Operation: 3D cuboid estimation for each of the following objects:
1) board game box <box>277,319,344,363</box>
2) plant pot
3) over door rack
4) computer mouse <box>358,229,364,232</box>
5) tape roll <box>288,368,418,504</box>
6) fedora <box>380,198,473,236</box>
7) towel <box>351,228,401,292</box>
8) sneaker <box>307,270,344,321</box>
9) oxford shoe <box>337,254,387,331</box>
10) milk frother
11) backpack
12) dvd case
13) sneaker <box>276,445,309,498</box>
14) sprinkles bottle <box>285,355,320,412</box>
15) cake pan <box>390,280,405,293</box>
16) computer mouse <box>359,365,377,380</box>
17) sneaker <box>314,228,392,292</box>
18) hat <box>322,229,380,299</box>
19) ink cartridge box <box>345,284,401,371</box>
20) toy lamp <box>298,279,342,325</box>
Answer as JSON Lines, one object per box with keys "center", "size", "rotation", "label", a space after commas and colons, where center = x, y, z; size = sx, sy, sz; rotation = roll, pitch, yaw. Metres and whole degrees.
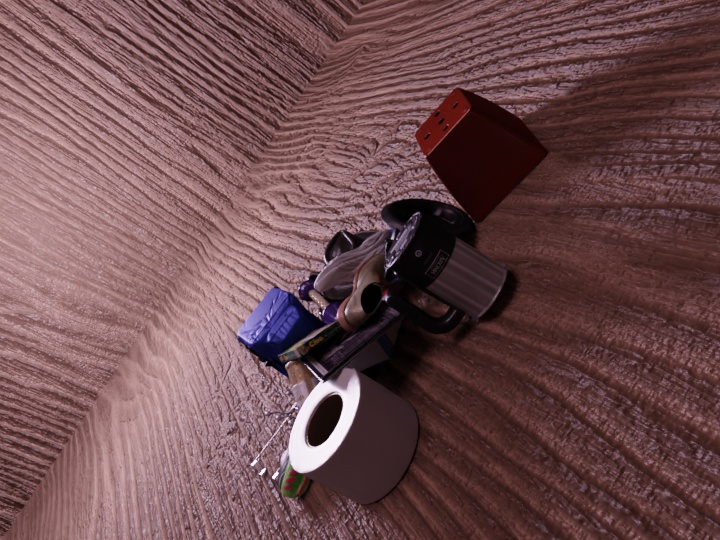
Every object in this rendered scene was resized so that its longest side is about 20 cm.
{"center": [-0.101, 0.143, 1.470], "size": [0.105, 0.023, 0.200], "rotation": [-36, 2, -20], "label": "board game box"}
{"center": [0.227, -0.258, 1.520], "size": [0.200, 0.176, 0.200], "rotation": [-46, 25, 19], "label": "plant pot"}
{"center": [-0.170, 0.359, 1.612], "size": [0.148, 0.067, 0.200], "rotation": [-4, 56, 62], "label": "over door rack"}
{"center": [-0.007, -0.032, 1.767], "size": [0.200, 0.034, 0.059], "rotation": [-76, 14, -48], "label": "computer mouse"}
{"center": [-0.014, 0.294, 1.311], "size": [0.203, 0.139, 0.203], "rotation": [-42, 27, 27], "label": "tape roll"}
{"center": [0.132, -0.077, 1.518], "size": [0.201, 0.200, 0.092], "rotation": [-107, 24, -61], "label": "fedora"}
{"center": [0.056, -0.026, 1.630], "size": [0.145, 0.024, 0.200], "rotation": [-22, 33, 36], "label": "towel"}
{"center": [-0.071, 0.030, 1.762], "size": [0.076, 0.114, 0.199], "rotation": [-10, 25, 12], "label": "sneaker"}
{"center": [0.026, 0.035, 1.427], "size": [0.074, 0.071, 0.200], "rotation": [-30, 25, 43], "label": "oxford shoe"}
{"center": [0.138, -0.005, 1.354], "size": [0.181, 0.188, 0.200], "rotation": [-54, 11, 26], "label": "milk frother"}
{"center": [-0.147, 0.165, 1.657], "size": [0.163, 0.200, 0.168], "rotation": [-51, 31, -11], "label": "backpack"}
{"center": [-0.015, 0.129, 1.400], "size": [0.200, 0.016, 0.149], "rotation": [-38, 17, -10], "label": "dvd case"}
{"center": [-0.122, 0.361, 1.508], "size": [0.084, 0.077, 0.200], "rotation": [-4, 55, 56], "label": "sneaker"}
{"center": [-0.091, 0.271, 1.461], "size": [0.068, 0.068, 0.200], "rotation": [-36, 63, 37], "label": "sprinkles bottle"}
{"center": [0.041, 0.026, 1.678], "size": [0.200, 0.037, 0.200], "rotation": [-43, 27, 28], "label": "cake pan"}
{"center": [-0.022, 0.218, 1.525], "size": [0.138, 0.053, 0.200], "rotation": [-40, 18, -19], "label": "computer mouse"}
{"center": [0.000, 0.000, 1.528], "size": [0.200, 0.099, 0.078], "rotation": [-32, -4, -2], "label": "sneaker"}
{"center": [-0.032, -0.036, 1.630], "size": [0.201, 0.081, 0.201], "rotation": [-27, 35, 21], "label": "hat"}
{"center": [0.017, 0.119, 1.511], "size": [0.116, 0.067, 0.200], "rotation": [-27, 19, 27], "label": "ink cartridge box"}
{"center": [-0.075, 0.074, 1.556], "size": [0.058, 0.058, 0.200], "rotation": [-56, 32, 0], "label": "toy lamp"}
